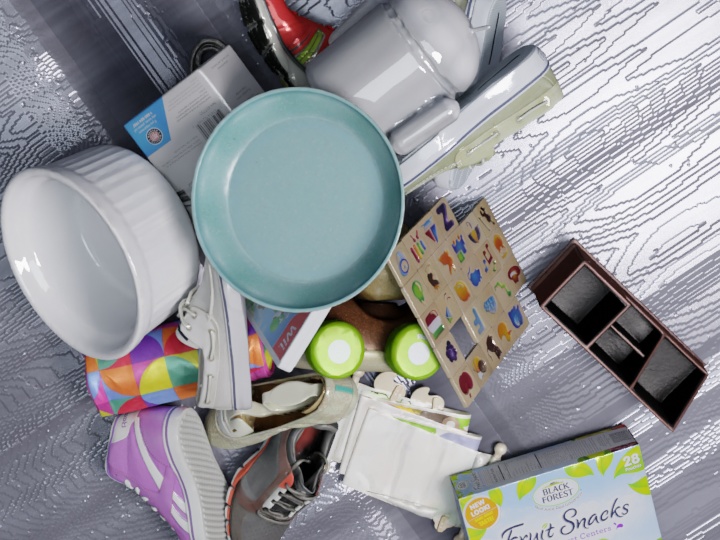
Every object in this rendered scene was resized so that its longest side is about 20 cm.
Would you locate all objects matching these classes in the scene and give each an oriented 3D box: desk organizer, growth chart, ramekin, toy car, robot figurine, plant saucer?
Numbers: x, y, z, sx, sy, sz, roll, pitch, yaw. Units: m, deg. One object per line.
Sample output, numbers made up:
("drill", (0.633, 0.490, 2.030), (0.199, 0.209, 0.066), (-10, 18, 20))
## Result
("desk organizer", (0.269, 0.068, 1.602), (0.200, 0.077, 0.072), (42, 101, -10))
("growth chart", (0.055, 0.194, 1.664), (0.199, 0.018, 0.145), (27, 102, -7))
("ramekin", (-0.249, -0.024, 1.519), (0.200, 0.098, 0.202), (23, 129, 32))
("toy car", (0.000, 0.000, 1.543), (0.157, 0.164, 0.202), (2, 91, -16))
("robot figurine", (0.029, -0.185, 1.456), (0.200, 0.113, 0.170), (-37, 60, 13))
("plant saucer", (-0.054, -0.064, 1.412), (0.198, 0.036, 0.202), (1, 94, 14))

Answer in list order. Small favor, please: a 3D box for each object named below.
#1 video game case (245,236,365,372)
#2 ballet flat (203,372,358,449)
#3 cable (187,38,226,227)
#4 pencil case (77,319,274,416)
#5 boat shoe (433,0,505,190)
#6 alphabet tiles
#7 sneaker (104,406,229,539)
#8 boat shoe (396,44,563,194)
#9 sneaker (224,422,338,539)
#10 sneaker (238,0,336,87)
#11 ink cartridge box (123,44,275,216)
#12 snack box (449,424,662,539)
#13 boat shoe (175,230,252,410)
("video game case", (-0.069, -0.009, 1.522), (0.017, 0.200, 0.144), (25, 104, -31))
("ballet flat", (-0.094, 0.134, 1.589), (0.199, 0.062, 0.068), (-18, 67, 30))
("cable", (-0.138, -0.126, 1.560), (0.096, 0.050, 0.202), (9, 106, 4))
("pencil case", (-0.189, 0.088, 1.602), (0.198, 0.088, 0.089), (-11, 104, 2))
("boat shoe", (0.095, -0.182, 1.543), (0.062, 0.072, 0.202), (19, 106, 26))
("alphabet tiles", (0.104, 0.013, 1.536), (0.008, 0.200, 0.168), (-19, 106, 36))
("sneaker", (-0.206, 0.232, 1.655), (0.113, 0.073, 0.202), (-5, 112, 23))
("boat shoe", (0.104, -0.129, 1.469), (0.200, 0.072, 0.062), (-38, 106, 5))
("sneaker", (-0.081, 0.223, 1.628), (0.077, 0.082, 0.201), (15, 105, -28))
("sneaker", (-0.049, -0.220, 1.538), (0.085, 0.077, 0.201), (-37, 109, -9))
("ink cartridge box", (-0.116, -0.097, 1.496), (0.116, 0.068, 0.201), (-30, 102, 35))
("snack box", (0.212, 0.275, 1.654), (0.198, 0.068, 0.170), (-16, 106, -2))
("boat shoe", (-0.143, 0.051, 1.501), (0.069, 0.071, 0.201), (-4, 126, -4))
